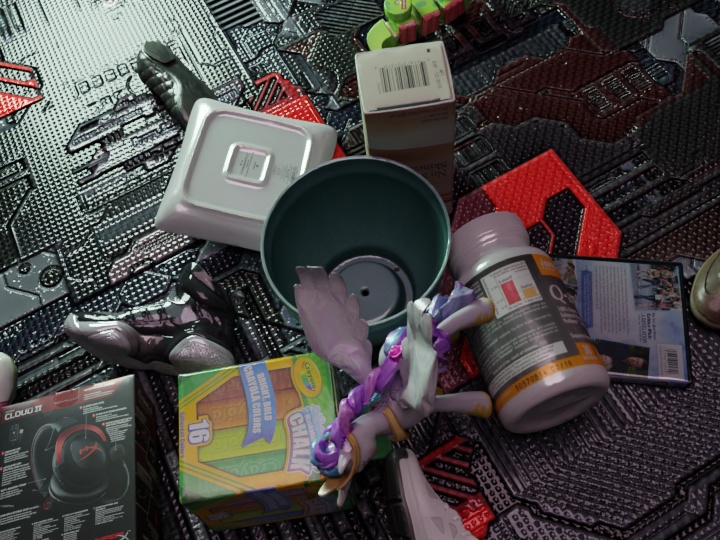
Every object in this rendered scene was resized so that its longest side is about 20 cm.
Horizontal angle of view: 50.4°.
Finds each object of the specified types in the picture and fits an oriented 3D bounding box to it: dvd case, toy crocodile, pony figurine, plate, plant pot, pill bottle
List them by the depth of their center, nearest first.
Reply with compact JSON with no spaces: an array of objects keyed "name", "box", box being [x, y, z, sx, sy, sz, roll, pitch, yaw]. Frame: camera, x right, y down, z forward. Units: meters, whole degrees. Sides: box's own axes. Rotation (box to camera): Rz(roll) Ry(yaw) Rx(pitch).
[{"name":"pony figurine","box":[0.035,0.086,0.664,0.197,0.198,0.165,-21,29,-38]},{"name":"pill bottle","box":[0.160,0.049,0.776,0.113,0.117,0.204,-17,61,-4]},{"name":"plant pot","box":[0.000,0.000,0.830,0.194,0.135,0.205,-3,59,4]},{"name":"dvd case","box":[0.257,0.050,0.841,0.194,0.018,0.146,4,61,9]},{"name":"plate","box":[-0.138,-0.125,0.955,0.194,0.033,0.204,12,62,0]},{"name":"toy crocodile","box":[0.093,-0.357,1.062,0.197,0.068,0.062,-30,67,-9]}]

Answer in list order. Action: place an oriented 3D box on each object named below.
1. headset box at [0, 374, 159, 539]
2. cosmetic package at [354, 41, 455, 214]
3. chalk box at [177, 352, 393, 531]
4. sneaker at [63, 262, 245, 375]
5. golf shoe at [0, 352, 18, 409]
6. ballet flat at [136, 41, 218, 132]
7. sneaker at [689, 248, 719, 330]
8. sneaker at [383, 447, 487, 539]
[{"name":"headset box","box":[-0.283,0.206,0.769,0.144,0.076,0.203,-14,52,-3]},{"name":"cosmetic package","box":[0.054,-0.149,0.871,0.100,0.201,0.089,-9,60,2]},{"name":"chalk box","box":[-0.068,0.166,0.750,0.194,0.125,0.127,-10,60,0]},{"name":"sneaker","box":[-0.226,0.050,0.865,0.194,0.076,0.116,10,61,5]},{"name":"golf shoe","box":[-0.443,0.168,0.809,0.071,0.093,0.203,20,63,18]},{"name":"ballet flat","box":[-0.242,-0.234,1.048,0.065,0.057,0.201,-23,64,-33]},{"name":"sneaker","box":[0.431,-0.024,0.831,0.070,0.076,0.199,39,71,24]},{"name":"sneaker","box":[0.095,0.255,0.712,0.112,0.076,0.206,-14,77,-14]}]
